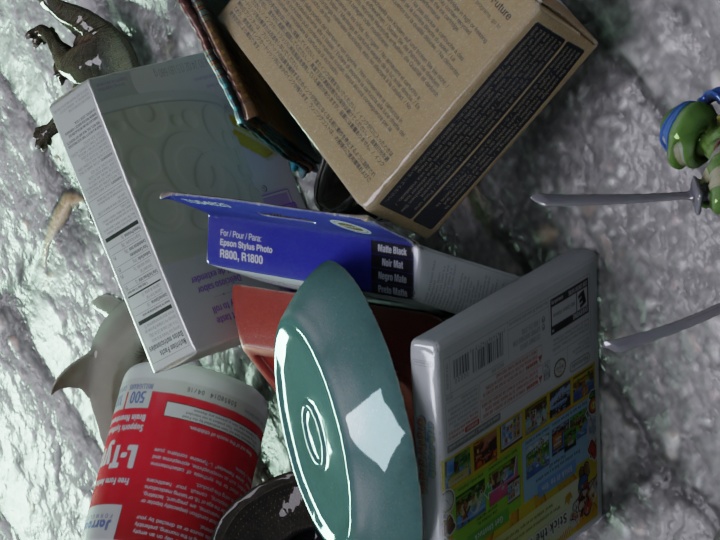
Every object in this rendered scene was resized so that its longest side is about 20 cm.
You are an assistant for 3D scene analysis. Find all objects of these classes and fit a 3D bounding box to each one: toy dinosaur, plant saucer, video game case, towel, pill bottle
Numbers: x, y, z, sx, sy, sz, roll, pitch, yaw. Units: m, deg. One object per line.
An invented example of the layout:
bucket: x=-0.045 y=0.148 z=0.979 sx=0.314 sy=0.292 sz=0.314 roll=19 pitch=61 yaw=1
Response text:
toy dinosaur: x=-0.195 y=-0.138 z=1.853 sx=0.102 sy=0.077 sz=0.202 roll=3 pitch=102 yaw=34
plant saucer: x=-0.014 y=0.096 z=1.499 sx=0.200 sy=0.036 sz=0.201 roll=167 pitch=90 yaw=-75
plant saucer: x=0.020 y=0.097 z=1.637 sx=0.199 sy=0.037 sz=0.200 roll=9 pitch=144 yaw=46
video game case: x=0.092 y=0.100 z=1.515 sx=0.023 sy=0.200 sz=0.183 roll=8 pitch=110 yaw=31
towel: x=-0.084 y=-0.142 z=1.649 sx=0.022 sy=0.200 sz=0.147 roll=-29 pitch=79 yaw=6
pill bottle: x=-0.140 y=0.176 z=1.794 sx=0.112 sy=0.112 sz=0.201 roll=-11 pitch=59 yaw=48

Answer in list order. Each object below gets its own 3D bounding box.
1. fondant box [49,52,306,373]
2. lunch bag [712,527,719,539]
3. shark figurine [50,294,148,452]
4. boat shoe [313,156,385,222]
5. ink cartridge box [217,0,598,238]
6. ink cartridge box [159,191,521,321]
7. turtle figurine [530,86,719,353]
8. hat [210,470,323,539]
fondant box: x=-0.113 y=-0.045 z=1.727 sx=0.058 sy=0.144 sz=0.201 roll=-25 pitch=85 yaw=47
lunch bag: x=0.284 y=0.203 z=1.388 sx=0.199 sy=0.139 sz=0.169 roll=12 pitch=78 yaw=46
shark figurine: x=-0.197 y=0.105 z=1.919 sx=0.128 sy=0.089 sz=0.216 roll=22 pitch=118 yaw=42
boat shoe: x=0.029 y=-0.108 z=1.601 sx=0.072 sy=0.071 sz=0.201 roll=43 pitch=126 yaw=30
ink cartridge box: x=0.025 y=-0.147 z=1.521 sx=0.165 sy=0.075 sz=0.200 roll=-48 pitch=52 yaw=14
ink cartridge box: x=0.000 y=0.000 z=1.586 sx=0.199 sy=0.199 sz=0.041 roll=9 pitch=82 yaw=46
turtle figurine: x=0.227 y=-0.011 z=1.360 sx=0.193 sy=0.200 sz=0.145 roll=19 pitch=133 yaw=32
hat: x=-0.007 y=0.223 z=1.746 sx=0.199 sy=0.081 sz=0.202 roll=8 pitch=111 yaw=20
